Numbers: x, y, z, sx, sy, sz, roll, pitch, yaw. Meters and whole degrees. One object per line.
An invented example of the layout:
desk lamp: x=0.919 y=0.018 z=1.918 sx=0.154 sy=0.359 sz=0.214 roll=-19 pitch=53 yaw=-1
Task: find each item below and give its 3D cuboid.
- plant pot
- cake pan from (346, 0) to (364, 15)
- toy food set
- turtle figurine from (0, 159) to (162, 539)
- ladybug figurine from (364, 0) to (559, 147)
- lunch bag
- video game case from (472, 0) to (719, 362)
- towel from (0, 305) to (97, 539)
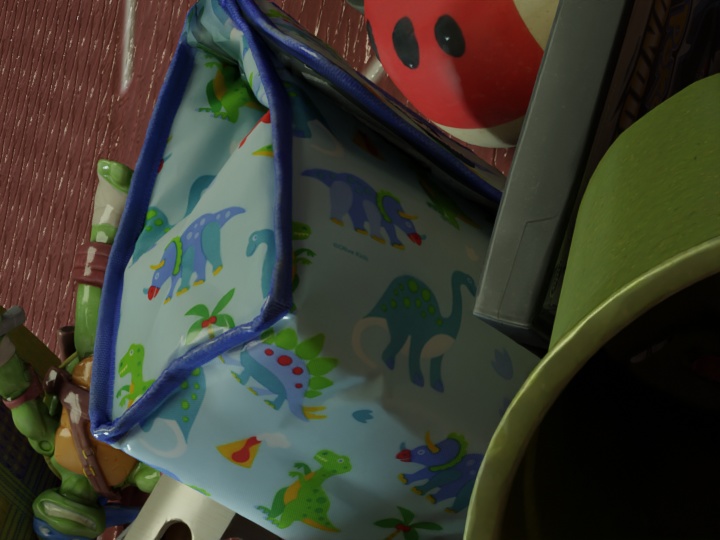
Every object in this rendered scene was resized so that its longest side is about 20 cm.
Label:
plant pot: x=0.125 y=0.034 z=0.768 sx=0.201 sy=0.199 sz=0.190 roll=-61 pitch=12 yaw=23
cake pan: x=0.043 y=-0.201 z=1.305 sx=0.200 sy=0.037 sz=0.201 roll=-49 pitch=30 yaw=43
toy food set: x=-0.068 y=0.135 z=1.161 sx=0.144 sy=0.060 sz=0.200 roll=-59 pitch=-6 yaw=-5
turtle figurine: x=-0.124 y=0.048 z=1.364 sx=0.143 sy=0.200 sz=0.195 roll=18 pitch=84 yaw=34
ladybug figurine: x=0.060 y=-0.123 z=1.145 sx=0.200 sy=0.072 sz=0.137 roll=-22 pitch=58 yaw=60
lunch bag: x=0.000 y=0.000 z=1.046 sx=0.127 sy=0.170 sz=0.201 roll=-36 pitch=35 yaw=30
video game case: x=0.099 y=-0.063 z=0.932 sx=0.181 sy=0.025 sz=0.201 roll=31 pitch=-106 yaw=-69
towel: x=-0.193 y=0.102 z=1.431 sx=0.023 sy=0.144 sz=0.200 roll=-33 pitch=25 yaw=27
